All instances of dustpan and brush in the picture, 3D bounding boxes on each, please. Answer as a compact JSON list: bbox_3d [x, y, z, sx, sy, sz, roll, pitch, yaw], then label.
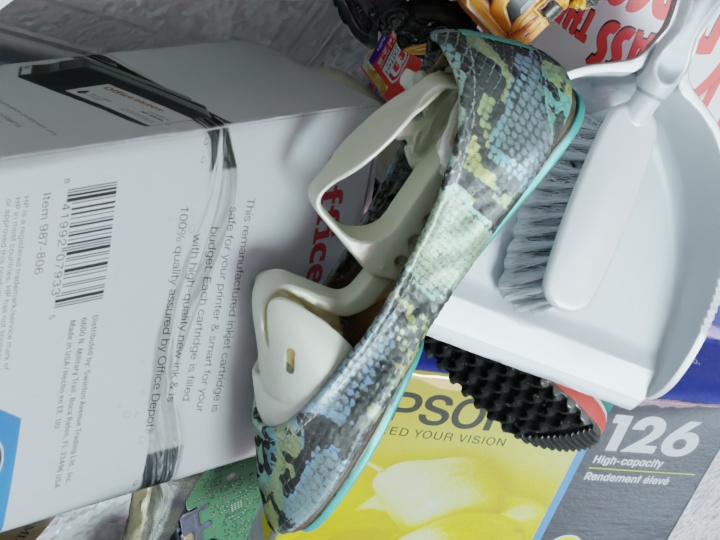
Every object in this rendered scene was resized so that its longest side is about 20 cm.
[{"bbox_3d":[0.099,-0.052,0.806,0.139,0.057,0.200,20,94,-19],"label":"dustpan and brush"}]

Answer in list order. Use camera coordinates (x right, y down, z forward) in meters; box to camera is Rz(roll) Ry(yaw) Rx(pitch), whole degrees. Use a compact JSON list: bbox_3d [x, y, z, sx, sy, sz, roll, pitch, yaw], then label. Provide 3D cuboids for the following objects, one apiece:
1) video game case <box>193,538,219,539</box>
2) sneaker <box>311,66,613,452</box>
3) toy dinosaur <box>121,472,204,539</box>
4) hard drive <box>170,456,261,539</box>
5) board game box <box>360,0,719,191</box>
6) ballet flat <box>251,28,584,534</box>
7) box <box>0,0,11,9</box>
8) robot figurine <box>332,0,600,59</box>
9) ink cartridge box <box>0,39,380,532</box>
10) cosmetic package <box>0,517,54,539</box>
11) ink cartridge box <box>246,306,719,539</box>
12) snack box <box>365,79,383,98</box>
[{"bbox_3d":[-0.168,0.133,0.809,0.181,0.026,0.200,1,163,-23],"label":"video game case"},{"bbox_3d":[0.048,-0.021,0.881,0.093,0.200,0.070,-51,-164,-29],"label":"sneaker"},{"bbox_3d":[-0.098,0.072,0.957,0.088,0.047,0.200,23,100,-16],"label":"toy dinosaur"},{"bbox_3d":[-0.011,0.078,1.080,0.200,0.038,0.140,-27,146,-17],"label":"hard drive"},{"bbox_3d":[0.111,-0.136,0.833,0.151,0.046,0.200,18,109,-23],"label":"board game box"},{"bbox_3d":[0.000,0.000,0.759,0.074,0.074,0.200,21,103,-53],"label":"ballet flat"},{"bbox_3d":[-0.097,-0.173,0.616,0.200,0.113,0.101,-37,149,1],"label":"box"},{"bbox_3d":[0.023,-0.156,0.739,0.145,0.058,0.200,-43,117,10],"label":"robot figurine"},{"bbox_3d":[-0.098,0.003,0.765,0.200,0.084,0.145,-12,123,-44],"label":"ink cartridge box"},{"bbox_3d":[-0.219,0.079,0.853,0.105,0.071,0.200,-49,145,19],"label":"cosmetic package"},{"bbox_3d":[0.068,0.073,0.968,0.197,0.047,0.200,7,129,-19],"label":"ink cartridge box"},{"bbox_3d":[0.058,-0.025,0.948,0.142,0.053,0.200,8,124,-19],"label":"snack box"}]
